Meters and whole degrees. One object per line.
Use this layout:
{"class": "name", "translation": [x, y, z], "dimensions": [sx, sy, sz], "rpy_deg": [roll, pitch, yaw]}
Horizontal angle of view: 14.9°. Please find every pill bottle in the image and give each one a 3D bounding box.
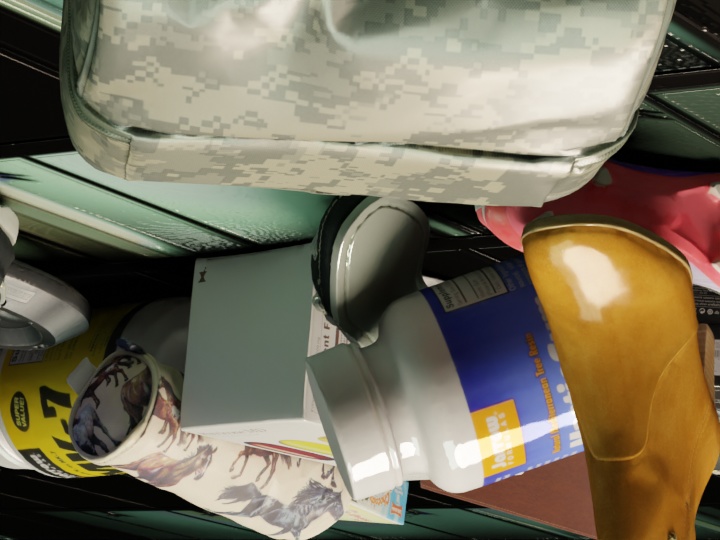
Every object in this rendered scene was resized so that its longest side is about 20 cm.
{"class": "pill bottle", "translation": [-0.176, 0.082, 1.855], "dimensions": [0.114, 0.115, 0.200], "rpy_deg": [15, 164, -40]}
{"class": "pill bottle", "translation": [0.077, 0.054, 1.483], "dimensions": [0.200, 0.112, 0.112], "rpy_deg": [-19, 169, -6]}

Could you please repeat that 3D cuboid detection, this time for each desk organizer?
{"class": "desk organizer", "translation": [0.125, 0.119, 1.840], "dimensions": [0.072, 0.077, 0.200], "rpy_deg": [-21, -158, -38]}

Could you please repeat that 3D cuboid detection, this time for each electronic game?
{"class": "electronic game", "translation": [-0.264, 0.007, 1.707], "dimensions": [0.200, 0.042, 0.200], "rpy_deg": [12, 167, 3]}

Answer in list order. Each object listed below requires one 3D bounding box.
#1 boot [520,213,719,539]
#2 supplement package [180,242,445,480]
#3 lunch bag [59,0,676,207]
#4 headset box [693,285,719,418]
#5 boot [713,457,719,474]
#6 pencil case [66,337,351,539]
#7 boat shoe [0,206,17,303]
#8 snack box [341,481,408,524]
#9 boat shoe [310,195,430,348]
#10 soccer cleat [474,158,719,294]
{"class": "boot", "translation": [0.129, 0.070, 1.335], "dimensions": [0.071, 0.144, 0.201], "rpy_deg": [-5, 154, 26]}
{"class": "supplement package", "translation": [0.000, 0.060, 1.698], "dimensions": [0.114, 0.110, 0.200], "rpy_deg": [-8, 163, 44]}
{"class": "lunch bag", "translation": [0.005, -0.105, 0.862], "dimensions": [0.199, 0.140, 0.168], "rpy_deg": [5, 169, -5]}
{"class": "headset box", "translation": [0.211, 0.054, 1.671], "dimensions": [0.148, 0.077, 0.200], "rpy_deg": [4, 169, 5]}
{"class": "boot", "translation": [0.256, 0.112, 1.812], "dimensions": [0.203, 0.074, 0.154], "rpy_deg": [-2, -167, 1]}
{"class": "pencil case", "translation": [-0.091, 0.110, 1.735], "dimensions": [0.200, 0.090, 0.078], "rpy_deg": [27, 113, -41]}
{"class": "boat shoe", "translation": [-0.233, -0.019, 1.498], "dimensions": [0.075, 0.060, 0.200], "rpy_deg": [1, 167, 15]}
{"class": "snack box", "translation": [-0.051, 0.151, 1.985], "dimensions": [0.116, 0.037, 0.200], "rpy_deg": [2, 168, 20]}
{"class": "boat shoe", "translation": [0.000, 0.000, 1.523], "dimensions": [0.060, 0.076, 0.200], "rpy_deg": [42, 164, 24]}
{"class": "soccer cleat", "translation": [0.155, -0.021, 1.392], "dimensions": [0.200, 0.067, 0.076], "rpy_deg": [11, 177, -19]}
